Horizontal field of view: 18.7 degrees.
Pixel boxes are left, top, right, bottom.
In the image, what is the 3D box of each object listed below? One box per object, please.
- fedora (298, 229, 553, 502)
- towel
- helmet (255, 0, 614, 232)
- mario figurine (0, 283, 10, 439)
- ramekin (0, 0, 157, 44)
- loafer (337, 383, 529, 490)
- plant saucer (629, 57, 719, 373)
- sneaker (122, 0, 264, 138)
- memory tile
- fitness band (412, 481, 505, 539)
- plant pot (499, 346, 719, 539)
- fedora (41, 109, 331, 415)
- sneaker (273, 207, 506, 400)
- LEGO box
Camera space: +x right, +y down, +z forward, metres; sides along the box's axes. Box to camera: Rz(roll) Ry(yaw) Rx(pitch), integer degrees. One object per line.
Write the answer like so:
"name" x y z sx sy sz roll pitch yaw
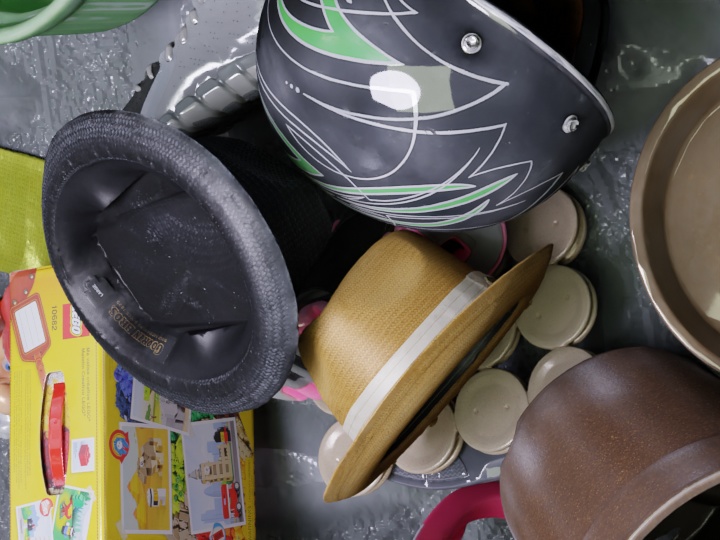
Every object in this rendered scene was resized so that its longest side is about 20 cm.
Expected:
"fedora" 0.022 0.037 1.199 0.082 0.201 0.201 40 117 8
"towel" -0.222 -0.035 1.443 0.199 0.018 0.086 15 112 19
"helmet" 0.041 -0.115 1.184 0.199 0.200 0.191 -5 61 25
"mario figurine" -0.258 0.070 1.429 0.199 0.123 0.106 -14 96 36
"ramekin" -0.186 -0.232 1.296 0.199 0.098 0.201 2 93 36
"loafer" 0.082 0.099 1.327 0.199 0.063 0.072 -4 76 32
"plant saucer" 0.248 -0.030 1.203 0.199 0.029 0.201 0 89 14
"sneaker" -0.098 -0.146 1.332 0.200 0.075 0.116 -30 88 18
"memory tile" 0.053 0.043 1.311 0.199 0.017 0.154 -19 69 29
"fitness band" 0.094 0.191 1.270 0.143 0.200 0.038 26 118 10
"plant pot" 0.176 0.147 1.170 0.199 0.198 0.201 -5 112 -14
"fedora" -0.084 -0.018 1.202 0.200 0.091 0.201 28 134 33
"sneaker" 0.000 0.000 1.314 0.200 0.096 0.079 -36 130 20
"LEGO box" -0.137 0.104 1.332 0.077 0.149 0.201 -8 78 34
